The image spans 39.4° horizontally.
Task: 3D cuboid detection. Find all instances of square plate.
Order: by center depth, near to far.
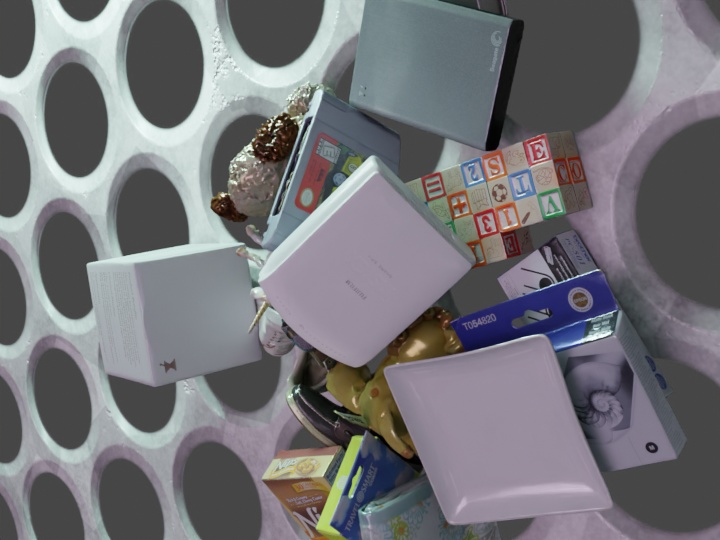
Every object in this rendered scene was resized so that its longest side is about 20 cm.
[{"bbox_3d":[0.144,0.169,1.054,0.197,0.028,0.201,-15,104,34],"label":"square plate"}]

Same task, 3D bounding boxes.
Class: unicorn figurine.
[{"bbox_3d":[-0.092,0.001,1.247,0.137,0.199,0.074,35,117,37],"label":"unicorn figurine"}]

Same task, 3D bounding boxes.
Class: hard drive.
[{"bbox_3d":[0.080,-0.227,1.115,0.199,0.033,0.141,25,114,35],"label":"hard drive"}]

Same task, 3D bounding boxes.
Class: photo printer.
[{"bbox_3d":[0.000,0.000,1.094,0.200,0.070,0.166,-42,108,14],"label":"photo printer"}]

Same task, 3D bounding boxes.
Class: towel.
[{"bbox_3d":[0.088,0.324,1.162,0.048,0.199,0.173,-11,93,48],"label":"towel"}]

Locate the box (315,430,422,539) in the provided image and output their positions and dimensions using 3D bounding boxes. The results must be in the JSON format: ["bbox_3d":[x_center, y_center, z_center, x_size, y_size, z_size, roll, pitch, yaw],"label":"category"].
[{"bbox_3d":[0.028,0.285,1.187,0.047,0.200,0.123,-3,54,42],"label":"box"}]

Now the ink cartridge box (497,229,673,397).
[{"bbox_3d":[0.238,0.067,1.079,0.094,0.044,0.201,-39,74,40],"label":"ink cartridge box"}]

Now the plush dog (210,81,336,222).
[{"bbox_3d":[-0.094,-0.116,1.246,0.161,0.171,0.200,50,126,21],"label":"plush dog"}]

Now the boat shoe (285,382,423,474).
[{"bbox_3d":[-0.004,0.204,1.280,0.201,0.072,0.066,41,107,-5],"label":"boat shoe"}]

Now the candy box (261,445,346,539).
[{"bbox_3d":[-0.023,0.314,1.292,0.115,0.055,0.200,-13,122,41],"label":"candy box"}]

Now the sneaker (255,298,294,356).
[{"bbox_3d":[-0.092,0.075,1.315,0.200,0.072,0.085,-156,63,-75],"label":"sneaker"}]

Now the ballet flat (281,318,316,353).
[{"bbox_3d":[-0.004,0.031,1.213,0.072,0.200,0.072,46,161,21],"label":"ballet flat"}]

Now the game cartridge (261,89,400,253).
[{"bbox_3d":[-0.026,-0.093,1.169,0.041,0.133,0.201,-6,63,56],"label":"game cartridge"}]

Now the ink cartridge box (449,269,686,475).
[{"bbox_3d":[0.204,0.120,1.042,0.199,0.041,0.201,-23,99,39],"label":"ink cartridge box"}]

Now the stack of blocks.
[{"bbox_3d":[0.152,-0.069,1.117,0.199,0.058,0.116,-17,88,42],"label":"stack of blocks"}]

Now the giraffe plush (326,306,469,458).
[{"bbox_3d":[0.061,0.114,1.183,0.172,0.200,0.163,34,92,20],"label":"giraffe plush"}]

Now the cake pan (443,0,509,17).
[{"bbox_3d":[0.078,-0.274,1.154,0.199,0.037,0.202,10,106,40],"label":"cake pan"}]

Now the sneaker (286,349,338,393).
[{"bbox_3d":[-0.028,0.092,1.286,0.067,0.090,0.201,49,127,22],"label":"sneaker"}]

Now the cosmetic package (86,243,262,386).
[{"bbox_3d":[-0.262,0.056,1.405,0.199,0.165,0.169,1,101,57],"label":"cosmetic package"}]
